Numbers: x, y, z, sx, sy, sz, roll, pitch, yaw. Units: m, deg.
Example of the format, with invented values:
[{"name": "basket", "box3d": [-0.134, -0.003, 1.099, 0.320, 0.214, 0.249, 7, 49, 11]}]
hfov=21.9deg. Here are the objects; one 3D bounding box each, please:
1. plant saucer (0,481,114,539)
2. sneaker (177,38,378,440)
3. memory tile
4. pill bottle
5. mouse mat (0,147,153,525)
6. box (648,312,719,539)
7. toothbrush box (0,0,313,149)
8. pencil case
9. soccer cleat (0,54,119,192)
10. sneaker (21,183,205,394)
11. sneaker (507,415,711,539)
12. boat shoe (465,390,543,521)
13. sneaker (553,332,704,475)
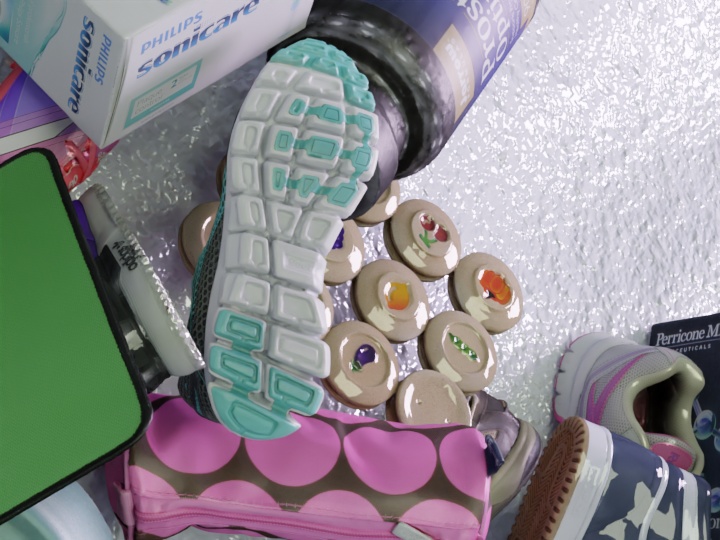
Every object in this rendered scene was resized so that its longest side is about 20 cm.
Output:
[{"name": "plant saucer", "box3d": [-0.192, 0.163, 0.819, 0.198, 0.036, 0.202, 2, 84, -23]}, {"name": "sneaker", "box3d": [-0.051, -0.016, 0.908, 0.077, 0.091, 0.202, 21, 73, -23]}, {"name": "memory tile", "box3d": [0.000, 0.000, 1.039, 0.200, 0.017, 0.154, 40, 50, -11]}, {"name": "pill bottle", "box3d": [0.016, -0.121, 1.031, 0.112, 0.111, 0.200, 49, 48, -17]}, {"name": "mouse mat", "box3d": [-0.182, 0.041, 0.811, 0.160, 0.201, 0.008, -30, 137, 2]}, {"name": "box", "box3d": [0.251, 0.133, 1.145, 0.107, 0.148, 0.202, 23, 69, -30]}, {"name": "toothbrush box", "box3d": [-0.133, -0.181, 0.923, 0.200, 0.086, 0.146, 43, 55, 15]}, {"name": "pencil case", "box3d": [-0.031, 0.111, 0.947, 0.198, 0.091, 0.094, 6, 37, -6]}, {"name": "soccer cleat", "box3d": [-0.166, -0.056, 0.936, 0.076, 0.067, 0.201, 25, 61, -5]}, {"name": "sneaker", "box3d": [-0.143, 0.021, 0.885, 0.099, 0.200, 0.070, -32, 109, -6]}, {"name": "sneaker", "box3d": [0.128, 0.190, 1.048, 0.108, 0.070, 0.201, 19, 102, -17]}, {"name": "boat shoe", "box3d": [0.025, 0.140, 1.043, 0.073, 0.074, 0.200, 47, 50, -7]}, {"name": "sneaker", "box3d": [0.155, 0.129, 1.115, 0.081, 0.088, 0.202, 20, 71, -30]}]
